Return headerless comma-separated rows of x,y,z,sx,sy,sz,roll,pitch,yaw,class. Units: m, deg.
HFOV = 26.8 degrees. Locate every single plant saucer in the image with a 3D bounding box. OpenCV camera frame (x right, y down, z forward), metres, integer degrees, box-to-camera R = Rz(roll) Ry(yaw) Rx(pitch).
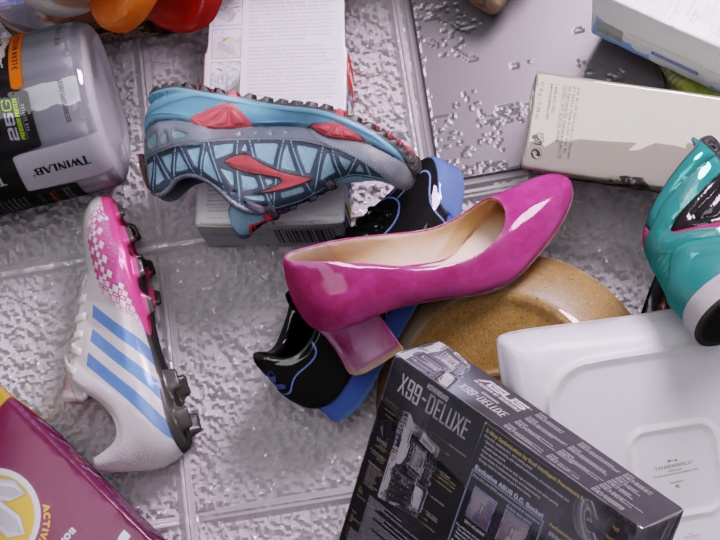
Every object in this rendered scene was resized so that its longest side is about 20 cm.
0.096,0.087,0.997,0.198,0.035,0.203,-3,82,23,plant saucer

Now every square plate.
0.196,0.124,0.944,0.198,0.028,0.201,-9,91,-5,square plate

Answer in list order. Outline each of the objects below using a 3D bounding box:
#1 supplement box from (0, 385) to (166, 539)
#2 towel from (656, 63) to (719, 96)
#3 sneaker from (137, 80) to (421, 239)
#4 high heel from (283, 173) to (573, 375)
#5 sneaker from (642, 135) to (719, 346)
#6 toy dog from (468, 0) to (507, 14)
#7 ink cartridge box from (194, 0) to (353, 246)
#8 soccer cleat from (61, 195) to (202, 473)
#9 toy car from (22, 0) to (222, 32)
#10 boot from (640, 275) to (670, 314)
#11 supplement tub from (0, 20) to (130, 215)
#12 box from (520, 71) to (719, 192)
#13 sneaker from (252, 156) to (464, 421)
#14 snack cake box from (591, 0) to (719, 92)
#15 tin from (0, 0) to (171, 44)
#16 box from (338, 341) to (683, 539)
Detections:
-0.207,0.194,0.996,0.200,0.103,0.131,40,80,15,supplement box
0.255,-0.223,1.113,0.143,0.023,0.201,-26,72,-3,towel
-0.056,-0.066,1.031,0.198,0.079,0.097,11,88,16,sneaker
0.045,-0.024,0.983,0.199,0.096,0.067,-34,30,-2,high heel
0.258,-0.040,0.956,0.198,0.084,0.121,-23,55,-18,sneaker
0.063,-0.279,1.113,0.198,0.096,0.133,20,76,12,toy dog
-0.060,-0.120,1.104,0.108,0.050,0.202,-1,72,6,ink cartridge box
-0.178,0.045,1.055,0.085,0.070,0.202,-19,72,0,soccer cleat
-0.140,-0.247,1.057,0.150,0.174,0.201,41,50,-17,toy car
0.278,0.080,0.995,0.198,0.069,0.190,9,74,8,boot
-0.274,-0.098,1.082,0.198,0.123,0.124,-14,72,2,supplement tub
0.213,-0.087,1.039,0.198,0.082,0.069,10,93,11,box
0.000,0.000,1.036,0.078,0.070,0.201,32,77,-25,sneaker
0.258,-0.241,1.072,0.114,0.067,0.201,27,78,15,snack cake box
-0.190,-0.231,1.159,0.198,0.042,0.113,-9,76,3,tin
0.082,0.162,0.926,0.199,0.049,0.159,33,118,35,box
